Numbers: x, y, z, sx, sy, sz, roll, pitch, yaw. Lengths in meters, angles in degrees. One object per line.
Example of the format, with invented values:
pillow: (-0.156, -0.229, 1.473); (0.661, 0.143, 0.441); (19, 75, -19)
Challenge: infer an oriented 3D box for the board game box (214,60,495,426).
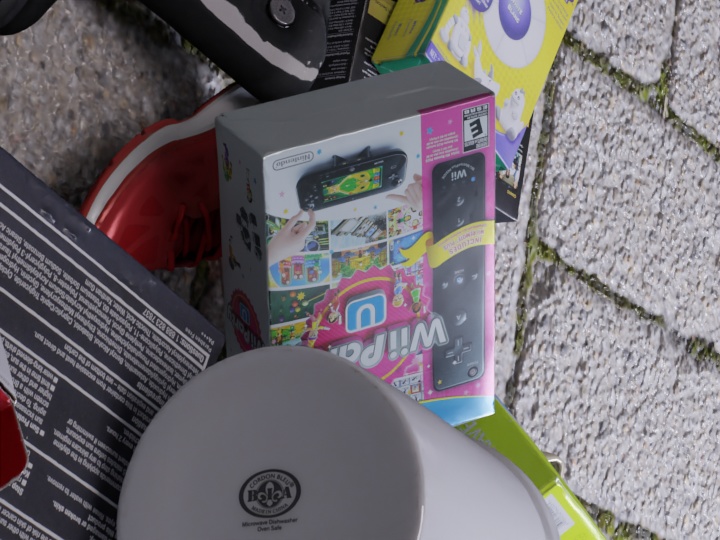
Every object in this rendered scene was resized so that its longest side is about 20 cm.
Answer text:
board game box: (0.000, 0.000, 1.203); (0.147, 0.064, 0.200); (-16, 122, -25)

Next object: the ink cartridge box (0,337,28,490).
ink cartridge box: (-0.244, 0.060, 0.872); (0.084, 0.200, 0.176); (52, 5, -36)

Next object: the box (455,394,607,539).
box: (0.078, 0.104, 1.373); (0.048, 0.200, 0.122); (-38, 139, 1)

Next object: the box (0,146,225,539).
box: (-0.192, 0.073, 1.052); (0.200, 0.123, 0.199); (44, 53, -42)

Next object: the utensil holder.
utensil holder: (-0.007, 0.137, 1.084); (0.200, 0.170, 0.170); (41, 54, -61)

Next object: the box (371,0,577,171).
box: (0.085, -0.174, 1.414); (0.117, 0.048, 0.200); (50, 49, -38)

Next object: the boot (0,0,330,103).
boot: (-0.110, -0.147, 1.208); (0.200, 0.066, 0.165); (40, 55, -33)

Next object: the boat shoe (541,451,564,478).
boat shoe: (0.064, 0.181, 1.426); (0.200, 0.062, 0.071); (-45, 123, -43)

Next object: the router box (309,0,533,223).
router box: (0.042, -0.137, 1.436); (0.200, 0.052, 0.157); (30, 64, -47)

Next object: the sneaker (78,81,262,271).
sneaker: (-0.071, -0.031, 1.215); (0.200, 0.115, 0.078); (-45, 163, -44)
